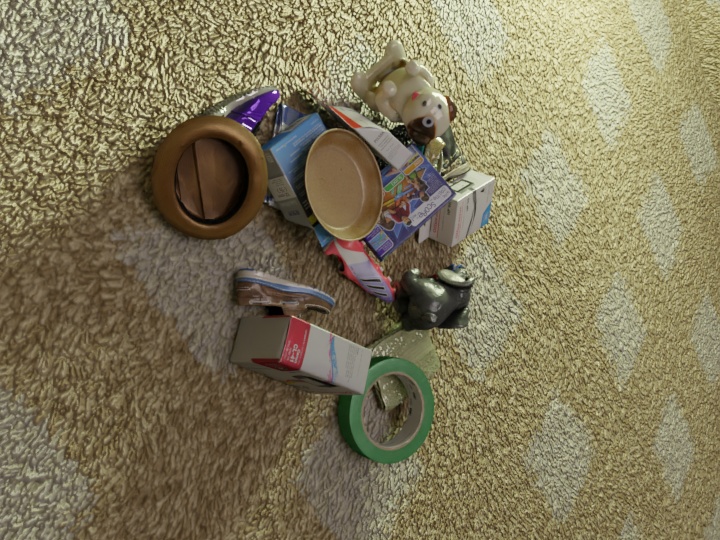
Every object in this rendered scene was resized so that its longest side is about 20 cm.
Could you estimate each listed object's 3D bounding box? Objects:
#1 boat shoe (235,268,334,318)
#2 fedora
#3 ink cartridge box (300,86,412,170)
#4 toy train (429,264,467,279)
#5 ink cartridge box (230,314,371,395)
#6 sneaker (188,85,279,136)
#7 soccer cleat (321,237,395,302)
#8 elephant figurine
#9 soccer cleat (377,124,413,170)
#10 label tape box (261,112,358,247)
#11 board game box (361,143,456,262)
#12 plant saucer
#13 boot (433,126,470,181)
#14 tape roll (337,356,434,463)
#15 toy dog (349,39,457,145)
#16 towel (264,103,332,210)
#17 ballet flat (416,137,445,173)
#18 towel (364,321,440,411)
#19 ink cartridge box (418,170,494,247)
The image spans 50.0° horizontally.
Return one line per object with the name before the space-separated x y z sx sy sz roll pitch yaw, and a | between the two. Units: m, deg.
boat shoe | -0.136 0.056 1.366 0.198 0.072 0.073 18 77 -32
fedora | -0.245 -0.153 1.245 0.198 0.082 0.203 -7 113 -17
ink cartridge box | -0.008 -0.286 1.471 0.057 0.163 0.200 -46 125 2
toy train | 0.170 0.029 1.697 0.199 0.034 0.046 -26 91 -43
ink cartridge box | -0.100 0.148 1.328 0.199 0.147 0.087 30 65 -38
sneaker | -0.209 -0.247 1.334 0.200 0.069 0.100 -39 118 -36
soccer cleat | 0.000 0.000 1.518 0.076 0.067 0.201 -38 125 -3
elephant figurine | 0.176 0.048 1.568 0.198 0.142 0.157 -9 64 -24
soccer cleat | 0.070 -0.222 1.616 0.074 0.067 0.201 71 33 -49
label tape box | -0.092 -0.161 1.402 0.143 0.066 0.201 -46 119 -39
board game box | 0.071 -0.133 1.510 0.200 0.034 0.136 -40 88 -9
plant saucer | -0.037 -0.151 1.387 0.199 0.035 0.203 8 80 -47
boot | 0.147 -0.260 1.683 0.199 0.073 0.152 -22 96 -35
tape roll | 0.052 0.270 1.501 0.198 0.048 0.203 0 91 -32
toy dog | 0.097 -0.331 1.544 0.139 0.200 0.195 -35 136 -10
towel | -0.112 -0.199 1.449 0.146 0.024 0.203 19 72 -43
ballet flat | 0.129 -0.191 1.586 0.070 0.070 0.202 33 68 -37
towel | 0.089 0.185 1.591 0.199 0.036 0.150 -31 108 -43
ink cartridge box | 0.213 -0.131 1.703 0.199 0.067 0.117 -32 136 -42
